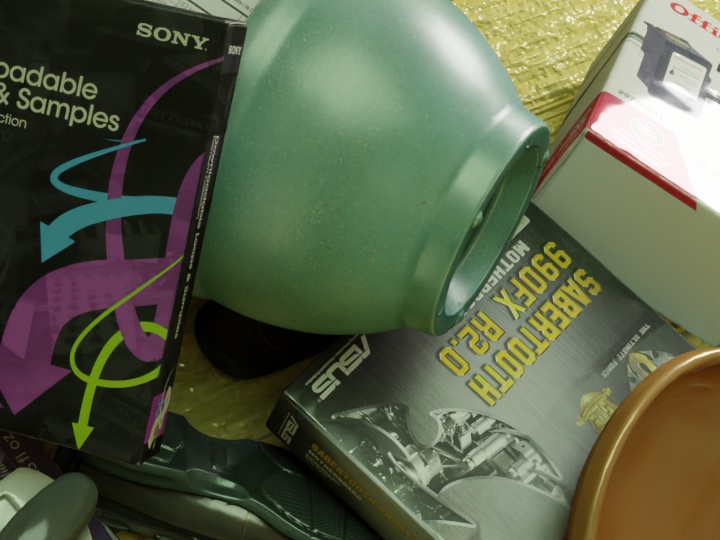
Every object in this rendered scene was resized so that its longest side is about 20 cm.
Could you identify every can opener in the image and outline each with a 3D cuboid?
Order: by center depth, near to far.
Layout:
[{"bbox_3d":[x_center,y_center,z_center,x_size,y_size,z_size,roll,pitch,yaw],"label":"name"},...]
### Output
[{"bbox_3d":[-0.197,0.150,0.765,0.200,0.067,0.053,-37,78,-31],"label":"can opener"}]

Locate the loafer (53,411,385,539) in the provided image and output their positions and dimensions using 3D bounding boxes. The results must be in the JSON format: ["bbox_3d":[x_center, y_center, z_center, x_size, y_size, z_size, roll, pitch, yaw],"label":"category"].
[{"bbox_3d":[-0.070,0.128,0.955,0.199,0.063,0.072,23,27,-11],"label":"loafer"}]

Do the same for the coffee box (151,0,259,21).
[{"bbox_3d":[-0.168,-0.078,0.945,0.200,0.200,0.198,34,58,5],"label":"coffee box"}]

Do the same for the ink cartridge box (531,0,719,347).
[{"bbox_3d":[0.199,-0.070,1.092,0.144,0.084,0.200,33,39,-2],"label":"ink cartridge box"}]

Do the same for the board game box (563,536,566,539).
[{"bbox_3d":[0.111,0.100,1.020,0.200,0.056,0.196,-38,78,-31],"label":"board game box"}]

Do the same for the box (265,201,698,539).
[{"bbox_3d":[0.072,0.067,0.964,0.158,0.048,0.200,42,58,9],"label":"box"}]

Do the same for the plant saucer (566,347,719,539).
[{"bbox_3d":[0.175,0.139,0.946,0.199,0.037,0.201,-5,97,-40],"label":"plant saucer"}]

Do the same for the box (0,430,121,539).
[{"bbox_3d":[-0.239,0.149,0.853,0.200,0.104,0.148,-35,77,-31],"label":"box"}]

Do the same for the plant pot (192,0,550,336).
[{"bbox_3d":[0.011,-0.049,0.889,0.134,0.201,0.200,28,56,14],"label":"plant pot"}]

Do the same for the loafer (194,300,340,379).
[{"bbox_3d":[0.000,0.000,1.031,0.200,0.071,0.073,-28,73,-28],"label":"loafer"}]

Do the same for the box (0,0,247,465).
[{"bbox_3d":[-0.140,-0.028,0.789,0.142,0.036,0.201,13,96,7],"label":"box"}]
